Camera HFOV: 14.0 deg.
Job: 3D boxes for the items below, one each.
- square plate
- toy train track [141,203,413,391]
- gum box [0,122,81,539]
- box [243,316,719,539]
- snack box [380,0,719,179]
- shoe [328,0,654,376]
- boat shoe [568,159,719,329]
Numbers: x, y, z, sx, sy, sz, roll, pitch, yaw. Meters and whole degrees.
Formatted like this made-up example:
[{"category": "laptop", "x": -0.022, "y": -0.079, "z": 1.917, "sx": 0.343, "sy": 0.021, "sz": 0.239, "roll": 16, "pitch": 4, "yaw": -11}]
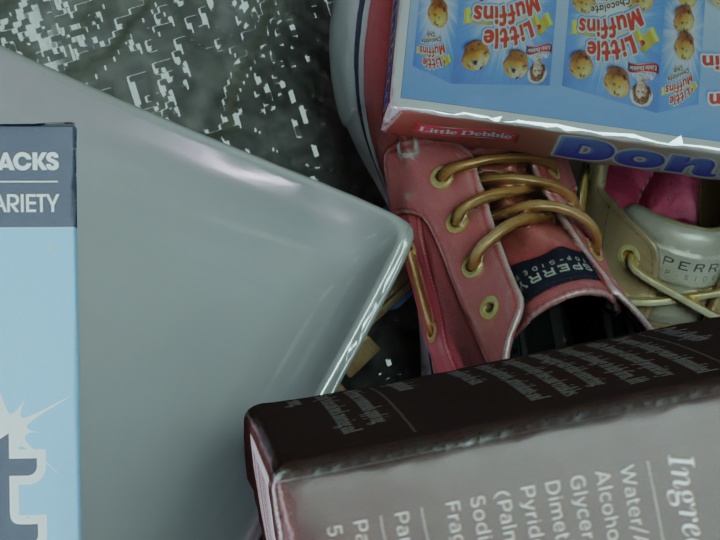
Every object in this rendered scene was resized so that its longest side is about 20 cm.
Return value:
[{"category": "square plate", "x": -0.113, "y": 0.035, "z": 0.892, "sx": 0.200, "sy": 0.028, "sz": 0.198, "roll": 23, "pitch": 75, "yaw": 11}, {"category": "toy train track", "x": 0.000, "y": 0.000, "z": 0.960, "sx": 0.200, "sy": 0.033, "sz": 0.115, "roll": -43, "pitch": 109, "yaw": -10}, {"category": "gum box", "x": -0.162, "y": 0.060, "z": 0.811, "sx": 0.169, "sy": 0.045, "sz": 0.201, "roll": -1, "pitch": 86, "yaw": -10}, {"category": "box", "x": 0.081, "y": 0.105, "z": 0.789, "sx": 0.199, "sy": 0.166, "sz": 0.165, "roll": -11, "pitch": 93, "yaw": -3}, {"category": "snack box", "x": 0.109, "y": -0.065, "z": 0.887, "sx": 0.199, "sy": 0.024, "sz": 0.072, "roll": 8, "pitch": 71, "yaw": -5}, {"category": "shoe", "x": 0.048, "y": -0.014, "z": 0.909, "sx": 0.071, "sy": 0.091, "sz": 0.201, "roll": -15, "pitch": 102, "yaw": -18}, {"category": "boat shoe", "x": 0.098, "y": -0.009, "z": 0.985, "sx": 0.074, "sy": 0.069, "sz": 0.201, "roll": 6, "pitch": 80, "yaw": -19}]
